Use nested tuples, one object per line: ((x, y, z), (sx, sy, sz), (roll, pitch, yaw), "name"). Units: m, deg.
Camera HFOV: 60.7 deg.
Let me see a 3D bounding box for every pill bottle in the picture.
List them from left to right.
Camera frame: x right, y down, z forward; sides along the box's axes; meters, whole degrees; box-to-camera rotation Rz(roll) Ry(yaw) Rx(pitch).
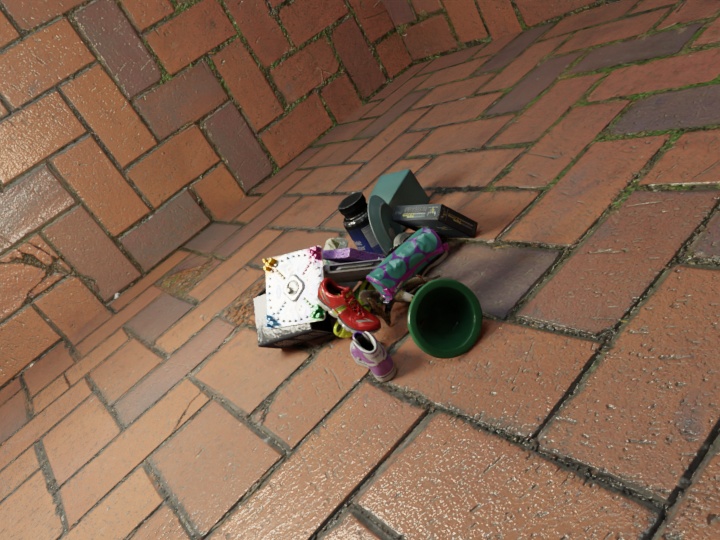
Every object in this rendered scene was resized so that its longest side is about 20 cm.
((0.018, -0.127, 1.821), (0.111, 0.201, 0.112), (-27, 25, 13), "pill bottle")

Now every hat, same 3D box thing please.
((0.184, 0.111, 1.421), (0.176, 0.164, 0.201), (104, -173, -76), "hat")

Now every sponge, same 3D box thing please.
((0.002, -0.032, 1.710), (0.111, 0.199, 0.030), (-4, 78, 45), "sponge")

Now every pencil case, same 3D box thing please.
((0.112, -0.016, 1.474), (0.200, 0.085, 0.092), (-42, 44, -15), "pencil case")

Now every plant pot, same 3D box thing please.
((0.107, -0.210, 2.058), (0.141, 0.142, 0.201), (-5, 43, 46), "plant pot")

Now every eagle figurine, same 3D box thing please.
((0.102, 0.039, 1.584), (0.201, 0.150, 0.152), (-55, -2, -17), "eagle figurine")

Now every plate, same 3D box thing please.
((0.083, -0.130, 1.793), (0.025, 0.201, 0.201), (-20, 26, 25), "plate")

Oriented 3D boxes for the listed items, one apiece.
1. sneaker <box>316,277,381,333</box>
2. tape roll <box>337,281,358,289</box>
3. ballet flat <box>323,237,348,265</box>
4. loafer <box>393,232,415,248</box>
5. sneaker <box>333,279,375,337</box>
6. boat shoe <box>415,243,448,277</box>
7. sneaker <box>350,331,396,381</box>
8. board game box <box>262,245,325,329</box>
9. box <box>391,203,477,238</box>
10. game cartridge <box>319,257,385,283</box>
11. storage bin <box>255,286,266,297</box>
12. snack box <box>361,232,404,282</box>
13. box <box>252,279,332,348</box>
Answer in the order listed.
((-0.032, 0.087, 1.533), (0.199, 0.085, 0.077), (32, 41, 23), "sneaker")
((-0.089, 0.035, 1.860), (0.202, 0.071, 0.203), (-39, 19, 16), "tape roll")
((-0.078, -0.062, 1.840), (0.071, 0.072, 0.200), (-26, 21, 14), "ballet flat")
((0.148, -0.077, 1.771), (0.069, 0.071, 0.200), (-1, 13, 22), "loafer")
((-0.014, 0.113, 1.683), (0.084, 0.074, 0.200), (-41, 11, 52), "sneaker")
((0.159, -0.016, 1.704), (0.200, 0.061, 0.074), (-39, 25, -14), "boat shoe")
((0.012, 0.175, 1.458), (0.073, 0.115, 0.200), (-39, 23, -13), "sneaker")
((-0.185, 0.046, 1.663), (0.199, 0.026, 0.202), (-12, 74, 31), "board game box")
((0.210, -0.140, 1.760), (0.199, 0.157, 0.051), (4, 76, 53), "box")
((0.000, 0.000, 1.680), (0.198, 0.039, 0.130), (-6, -10, 10), "game cartridge")
((-0.222, 0.067, 1.978), (0.200, 0.094, 0.135), (-43, 25, -24), "storage bin")
((0.075, -0.033, 1.869), (0.115, 0.037, 0.201), (-20, 27, 26), "snack box")
((-0.192, 0.126, 1.730), (0.199, 0.104, 0.149), (-18, 71, 30), "box")
